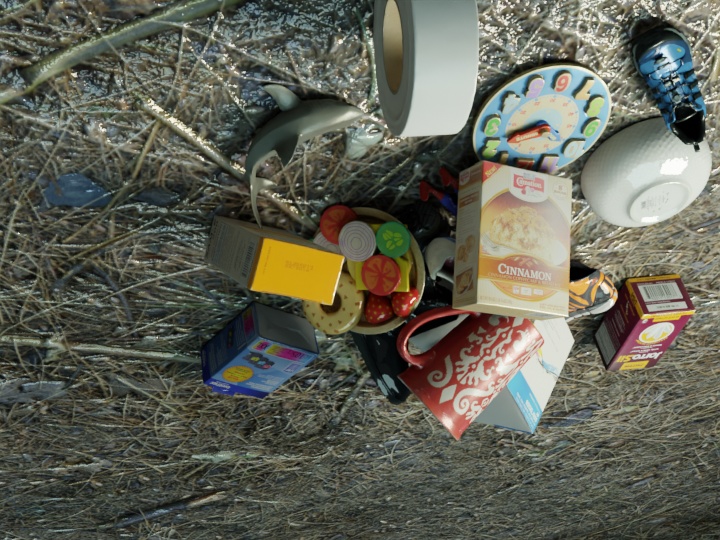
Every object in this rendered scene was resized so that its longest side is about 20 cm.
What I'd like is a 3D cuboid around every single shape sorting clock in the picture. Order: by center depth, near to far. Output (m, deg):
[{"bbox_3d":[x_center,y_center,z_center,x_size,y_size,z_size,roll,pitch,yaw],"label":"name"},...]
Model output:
[{"bbox_3d":[0.252,-0.202,1.234,0.198,0.039,0.201,-8,144,-6],"label":"shape sorting clock"}]

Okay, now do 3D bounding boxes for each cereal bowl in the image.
[{"bbox_3d":[0.441,-0.133,1.349,0.198,0.084,0.201,-9,145,-6],"label":"cereal bowl"}]

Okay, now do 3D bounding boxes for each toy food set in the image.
[{"bbox_3d":[0.000,0.000,1.331,0.199,0.200,0.049,1,-169,22],"label":"toy food set"}]

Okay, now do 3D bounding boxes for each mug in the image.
[{"bbox_3d":[0.163,0.129,1.331,0.200,0.133,0.178,-43,137,-3],"label":"mug"}]

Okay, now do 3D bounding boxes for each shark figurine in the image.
[{"bbox_3d":[-0.107,-0.151,1.157,0.128,0.090,0.214,24,129,-38],"label":"shark figurine"}]

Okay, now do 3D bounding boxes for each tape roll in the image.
[{"bbox_3d":[0.067,-0.250,0.976,0.070,0.203,0.203,-5,144,-9],"label":"tape roll"}]

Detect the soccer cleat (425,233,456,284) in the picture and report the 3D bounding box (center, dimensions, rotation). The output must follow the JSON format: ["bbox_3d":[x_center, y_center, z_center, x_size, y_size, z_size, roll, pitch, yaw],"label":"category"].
[{"bbox_3d":[0.189,0.008,1.320,0.199,0.087,0.070,14,129,-7],"label":"soccer cleat"}]

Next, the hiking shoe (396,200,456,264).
[{"bbox_3d":[0.063,-0.021,1.392,0.200,0.076,0.100,-35,135,27],"label":"hiking shoe"}]

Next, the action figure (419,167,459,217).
[{"bbox_3d":[0.175,-0.069,1.347,0.065,0.100,0.199,-31,143,29],"label":"action figure"}]

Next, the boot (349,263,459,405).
[{"bbox_3d":[0.083,0.103,1.402,0.167,0.076,0.201,-24,106,16],"label":"boot"}]

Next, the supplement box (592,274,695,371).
[{"bbox_3d":[0.536,0.103,1.693,0.109,0.086,0.201,-4,144,-12],"label":"supplement box"}]

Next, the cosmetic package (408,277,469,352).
[{"bbox_3d":[0.157,0.038,1.471,0.199,0.113,0.081,-30,140,21],"label":"cosmetic package"}]

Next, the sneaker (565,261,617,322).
[{"bbox_3d":[0.343,0.041,1.575,0.199,0.078,0.112,-26,128,27],"label":"sneaker"}]

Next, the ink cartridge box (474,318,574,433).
[{"bbox_3d":[0.246,0.143,1.506,0.147,0.201,0.145,5,141,40],"label":"ink cartridge box"}]

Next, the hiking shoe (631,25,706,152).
[{"bbox_3d":[0.424,-0.246,1.184,0.074,0.087,0.200,-28,141,21],"label":"hiking shoe"}]

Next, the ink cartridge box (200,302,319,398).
[{"bbox_3d":[-0.187,0.152,1.554,0.136,0.077,0.200,21,134,-37],"label":"ink cartridge box"}]

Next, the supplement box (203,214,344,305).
[{"bbox_3d":[-0.125,-0.016,1.241,0.125,0.200,0.074,12,96,-29],"label":"supplement box"}]

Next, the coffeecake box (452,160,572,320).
[{"bbox_3d":[0.217,-0.039,1.263,0.152,0.202,0.073,8,169,-22],"label":"coffeecake box"}]
